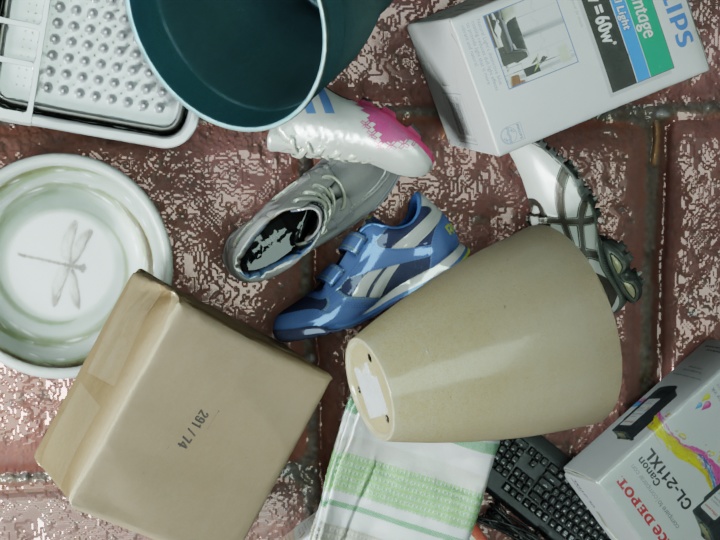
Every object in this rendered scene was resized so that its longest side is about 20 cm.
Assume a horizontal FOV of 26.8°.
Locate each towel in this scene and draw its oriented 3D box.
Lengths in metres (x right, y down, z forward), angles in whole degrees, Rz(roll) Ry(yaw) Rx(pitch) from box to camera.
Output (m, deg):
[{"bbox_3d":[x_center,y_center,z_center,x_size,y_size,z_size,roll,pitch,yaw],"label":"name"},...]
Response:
[{"bbox_3d":[0.033,0.225,1.381,0.148,0.031,0.201,17,90,-6],"label":"towel"}]

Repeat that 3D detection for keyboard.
[{"bbox_3d":[0.190,0.237,1.460,0.200,0.040,0.104,38,88,-10],"label":"keyboard"}]

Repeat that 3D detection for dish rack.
[{"bbox_3d":[-0.234,-0.206,1.344,0.199,0.044,0.173,9,94,-10],"label":"dish rack"}]

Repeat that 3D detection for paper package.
[{"bbox_3d":[-0.156,0.131,1.333,0.190,0.103,0.201,29,89,-34],"label":"paper package"}]

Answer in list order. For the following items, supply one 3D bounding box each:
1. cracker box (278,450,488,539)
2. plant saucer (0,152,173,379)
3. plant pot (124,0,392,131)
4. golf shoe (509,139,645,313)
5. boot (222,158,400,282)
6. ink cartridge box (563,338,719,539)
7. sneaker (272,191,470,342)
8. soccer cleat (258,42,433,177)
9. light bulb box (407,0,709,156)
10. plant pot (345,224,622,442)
[{"bbox_3d":[0.012,0.275,1.426,0.200,0.058,0.134,-36,98,-5],"label":"cracker box"},{"bbox_3d":[-0.269,-0.005,1.356,0.199,0.050,0.201,-1,96,-10],"label":"plant saucer"},{"bbox_3d":[-0.065,-0.246,1.277,0.201,0.200,0.188,59,41,-10],"label":"plant pot"},{"bbox_3d":[0.182,-0.036,1.411,0.094,0.078,0.201,-34,99,-4],"label":"golf shoe"},{"bbox_3d":[-0.036,-0.054,1.364,0.200,0.096,0.074,-40,100,-3],"label":"boot"},{"bbox_3d":[0.318,0.186,1.442,0.200,0.083,0.146,-40,101,-11],"label":"ink cartridge box"},{"bbox_3d":[0.000,0.000,1.390,0.199,0.074,0.083,-29,100,-14],"label":"sneaker"},{"bbox_3d":[-0.030,-0.122,1.345,0.200,0.070,0.086,33,74,19],"label":"soccer cleat"},{"bbox_3d":[0.168,-0.199,1.330,0.199,0.198,0.125,-22,101,-5],"label":"light bulb box"},{"bbox_3d":[0.095,0.077,1.330,0.199,0.187,0.188,-17,99,-22],"label":"plant pot"}]
